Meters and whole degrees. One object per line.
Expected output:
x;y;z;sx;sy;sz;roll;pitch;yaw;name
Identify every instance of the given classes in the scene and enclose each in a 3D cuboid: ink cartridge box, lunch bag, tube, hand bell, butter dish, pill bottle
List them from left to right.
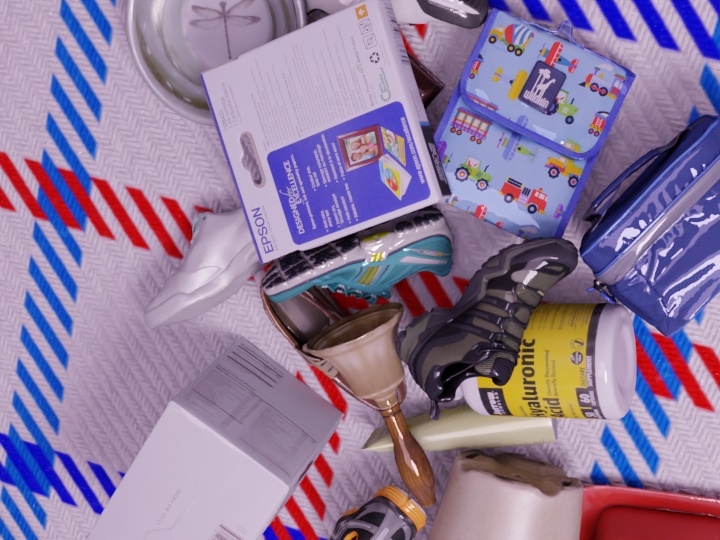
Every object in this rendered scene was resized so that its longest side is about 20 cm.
-0.034;-0.130;1.193;0.199;0.047;0.199;-18;89;27;ink cartridge box
0.033;0.144;1.251;0.104;0.104;0.201;-20;101;19;hand bell
0.102;0.162;1.304;0.199;0.052;0.058;-9;146;14;tube
0.162;0.088;1.239;0.199;0.111;0.112;-2;104;26;pill bottle
0.159;-0.142;1.206;0.150;0.094;0.201;25;99;4;lunch bag
0.301;0.333;1.249;0.198;0.148;0.202;5;105;14;butter dish
0.286;-0.043;1.153;0.132;0.136;0.200;45;99;2;lunch bag

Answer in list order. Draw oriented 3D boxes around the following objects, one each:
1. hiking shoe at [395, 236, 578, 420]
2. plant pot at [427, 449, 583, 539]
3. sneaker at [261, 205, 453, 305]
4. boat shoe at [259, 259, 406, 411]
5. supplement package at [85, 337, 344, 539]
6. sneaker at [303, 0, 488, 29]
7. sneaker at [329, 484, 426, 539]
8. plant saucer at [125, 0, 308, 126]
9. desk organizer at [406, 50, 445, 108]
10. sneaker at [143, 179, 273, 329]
0.130;0.054;1.162;0.200;0.076;0.101;-39;55;20;hiking shoe
0.143;0.287;1.272;0.199;0.200;0.185;13;96;12;plant pot
0.000;0.000;1.266;0.199;0.078;0.080;-16;112;-4;sneaker
-0.035;0.076;1.317;0.200;0.072;0.076;44;111;1;boat shoe
-0.146;0.211;1.316;0.147;0.200;0.192;35;111;4;supplement package
0.028;-0.265;1.221;0.199;0.074;0.080;20;124;14;sneaker
0.000;0.295;1.331;0.078;0.077;0.200;37;144;8;sneaker
-0.139;-0.247;1.271;0.199;0.050;0.202;5;106;19;plant saucer
-0.013;-0.129;1.255;0.072;0.077;0.200;43;111;2;desk organizer
-0.160;-0.017;1.339;0.200;0.075;0.089;-36;80;15;sneaker
